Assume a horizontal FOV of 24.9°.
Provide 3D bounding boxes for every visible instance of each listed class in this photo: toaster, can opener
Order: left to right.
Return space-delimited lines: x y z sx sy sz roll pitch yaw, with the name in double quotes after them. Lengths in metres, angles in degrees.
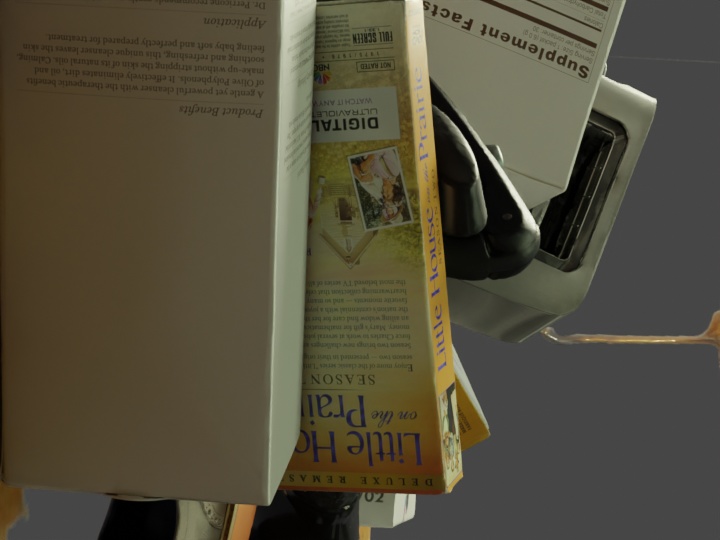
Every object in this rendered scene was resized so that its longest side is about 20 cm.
0.026 -0.062 0.746 0.200 0.063 0.079 -117 -153 -53 "can opener"
0.065 -0.061 1.024 0.119 0.180 0.201 137 -22 -76 "toaster"

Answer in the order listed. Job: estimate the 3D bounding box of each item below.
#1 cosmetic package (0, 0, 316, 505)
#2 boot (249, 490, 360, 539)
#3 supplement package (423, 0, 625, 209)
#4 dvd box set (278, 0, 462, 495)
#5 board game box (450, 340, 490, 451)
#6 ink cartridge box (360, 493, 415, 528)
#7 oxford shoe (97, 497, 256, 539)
-0.075 -0.021 0.610 0.085 0.107 0.202 -65 160 -73 "cosmetic package"
-0.046 0.073 0.857 0.200 0.073 0.151 55 -27 41 "boot"
0.073 -0.145 0.905 0.121 0.119 0.201 151 -41 -77 "supplement package"
-0.036 -0.008 0.671 0.029 0.145 0.202 -31 117 -65 "dvd box set"
0.000 0.000 0.797 0.154 0.040 0.200 60 3 -9 "board game box"
-0.025 0.134 1.098 0.200 0.114 0.068 46 48 -80 "ink cartridge box"
-0.100 0.163 0.756 0.073 0.071 0.202 13 81 -57 "oxford shoe"
